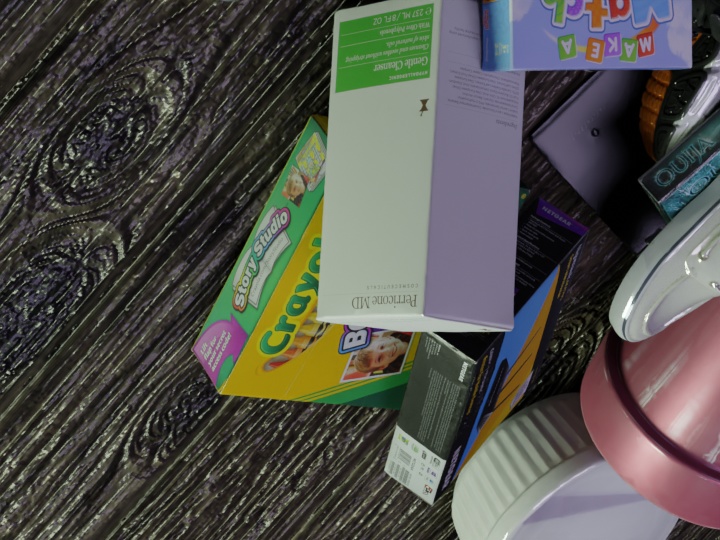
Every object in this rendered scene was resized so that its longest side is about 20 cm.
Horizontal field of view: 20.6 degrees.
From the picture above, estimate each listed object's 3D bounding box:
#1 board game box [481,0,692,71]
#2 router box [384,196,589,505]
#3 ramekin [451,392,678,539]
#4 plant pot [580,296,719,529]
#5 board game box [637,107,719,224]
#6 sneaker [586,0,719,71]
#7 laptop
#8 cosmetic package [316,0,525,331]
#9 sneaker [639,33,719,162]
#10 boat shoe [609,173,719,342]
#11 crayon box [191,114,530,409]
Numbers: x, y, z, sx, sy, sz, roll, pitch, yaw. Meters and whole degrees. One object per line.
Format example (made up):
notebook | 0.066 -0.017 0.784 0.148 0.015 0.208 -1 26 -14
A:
board game box | 0.141 -0.225 1.229 0.150 0.036 0.202 -5 97 -34
router box | 0.090 0.061 1.437 0.149 0.051 0.201 -47 162 -32
ramekin | 0.167 0.190 1.646 0.201 0.094 0.203 -20 140 -18
plant pot | 0.295 0.070 1.543 0.198 0.201 0.180 -6 139 -33
board game box | 0.297 -0.098 1.421 0.200 0.028 0.135 -41 150 5
sneaker | 0.227 -0.171 1.335 0.070 0.100 0.200 8 143 -45
laptop | 0.245 -0.110 1.507 0.187 0.116 0.200 -43 168 5
cosmetic package | 0.040 -0.064 1.245 0.084 0.107 0.202 10 80 -41
sneaker | 0.278 -0.154 1.404 0.091 0.076 0.201 25 103 -24
boat shoe | 0.260 -0.013 1.398 0.200 0.070 0.071 -47 149 16
crayon box | 0.000 0.000 1.384 0.171 0.058 0.201 7 121 -40
